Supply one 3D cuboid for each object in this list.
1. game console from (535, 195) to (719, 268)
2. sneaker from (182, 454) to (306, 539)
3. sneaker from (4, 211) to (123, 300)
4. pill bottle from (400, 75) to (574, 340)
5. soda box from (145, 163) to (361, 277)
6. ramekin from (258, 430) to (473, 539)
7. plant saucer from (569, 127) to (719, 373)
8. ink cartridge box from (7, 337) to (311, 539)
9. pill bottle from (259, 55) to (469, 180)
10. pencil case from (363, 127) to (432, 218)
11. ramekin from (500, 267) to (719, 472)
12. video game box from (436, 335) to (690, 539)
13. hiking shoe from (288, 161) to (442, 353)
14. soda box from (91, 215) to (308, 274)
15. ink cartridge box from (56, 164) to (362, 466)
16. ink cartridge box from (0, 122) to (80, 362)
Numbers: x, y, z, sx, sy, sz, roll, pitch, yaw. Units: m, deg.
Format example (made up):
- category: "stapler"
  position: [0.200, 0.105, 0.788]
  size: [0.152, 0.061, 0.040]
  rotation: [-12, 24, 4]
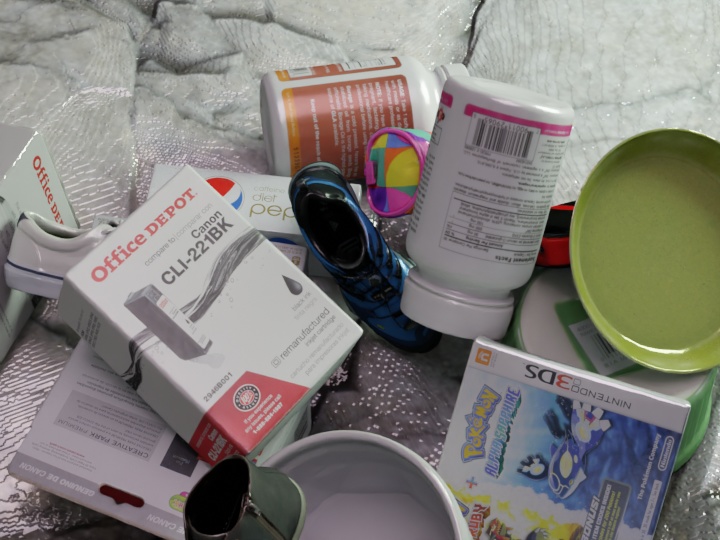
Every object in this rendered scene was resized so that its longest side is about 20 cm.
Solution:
- category: "game console"
  position: [0.212, -0.040, 1.348]
  size: [0.175, 0.200, 0.031]
  rotation: [-14, 99, -19]
- category: "sneaker"
  position: [-0.105, 0.231, 1.055]
  size: [0.074, 0.106, 0.202]
  rotation: [8, 73, 22]
- category: "sneaker"
  position: [-0.205, -0.005, 1.261]
  size: [0.197, 0.072, 0.073]
  rotation: [10, 13, 4]
- category: "pill bottle"
  position: [0.101, -0.052, 1.250]
  size: [0.112, 0.202, 0.113]
  rotation: [13, 14, -3]
- category: "soda box"
  position: [-0.100, -0.046, 1.396]
  size: [0.197, 0.064, 0.069]
  rotation: [6, 53, 1]
- category: "ramekin"
  position: [-0.003, 0.230, 1.140]
  size: [0.197, 0.105, 0.203]
  rotation: [-6, 71, 17]
- category: "plant saucer"
  position: [0.257, -0.016, 1.240]
  size: [0.197, 0.031, 0.203]
  rotation: [1, 85, -17]
- category: "ink cartridge box"
  position: [-0.164, 0.148, 1.240]
  size: [0.198, 0.084, 0.177]
  rotation: [20, 56, 12]
- category: "pill bottle"
  position: [0.007, -0.146, 1.443]
  size: [0.197, 0.113, 0.113]
  rotation: [-8, 55, -9]
- category: "pencil case"
  position: [0.087, -0.090, 1.371]
  size: [0.199, 0.089, 0.089]
  rotation: [-3, 45, -49]
- category: "ramekin"
  position: [0.216, 0.078, 1.299]
  size: [0.197, 0.098, 0.202]
  rotation: [1, 54, -2]
- category: "video game box"
  position: [0.150, 0.174, 1.197]
  size: [0.180, 0.047, 0.203]
  rotation: [16, 91, 12]
- category: "hiking shoe"
  position: [0.000, 0.000, 1.312]
  size: [0.074, 0.087, 0.201]
  rotation: [-37, 101, 13]
- category: "soda box"
  position: [-0.149, 0.009, 1.345]
  size: [0.197, 0.064, 0.069]
  rotation: [8, 54, 4]
- category: "ink cartridge box"
  position: [-0.121, 0.040, 1.183]
  size: [0.200, 0.084, 0.144]
  rotation: [42, 63, 5]
- category: "ink cartridge box"
  position: [-0.340, -0.013, 1.307]
  size: [0.083, 0.147, 0.201]
  rotation: [12, 53, 18]
